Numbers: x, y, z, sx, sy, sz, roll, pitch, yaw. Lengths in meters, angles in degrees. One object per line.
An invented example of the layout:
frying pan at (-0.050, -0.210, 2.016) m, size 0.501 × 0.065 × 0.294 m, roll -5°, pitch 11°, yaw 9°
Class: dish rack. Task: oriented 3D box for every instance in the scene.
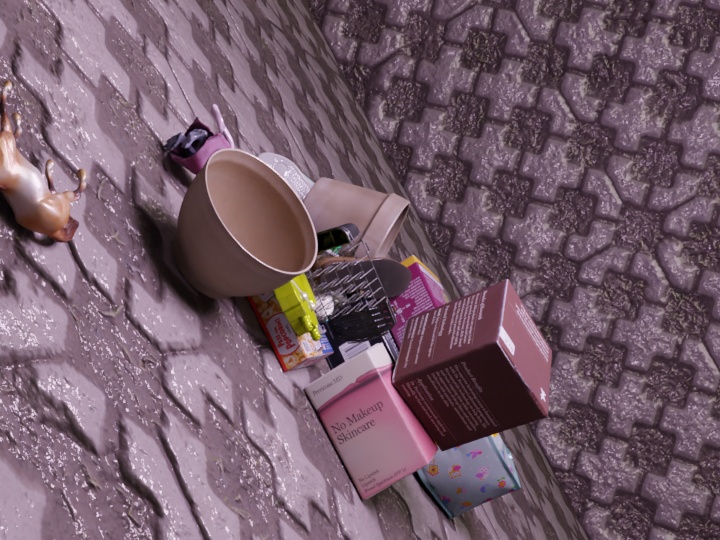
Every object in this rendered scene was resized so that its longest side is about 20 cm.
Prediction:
dish rack at (-0.032, 0.028, 1.657) m, size 0.054 × 0.152 × 0.203 m, roll -37°, pitch 107°, yaw -49°

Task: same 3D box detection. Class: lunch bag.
lunch bag at (0.193, 0.357, 1.981) m, size 0.201 × 0.168 × 0.123 m, roll 56°, pitch 13°, yaw -31°

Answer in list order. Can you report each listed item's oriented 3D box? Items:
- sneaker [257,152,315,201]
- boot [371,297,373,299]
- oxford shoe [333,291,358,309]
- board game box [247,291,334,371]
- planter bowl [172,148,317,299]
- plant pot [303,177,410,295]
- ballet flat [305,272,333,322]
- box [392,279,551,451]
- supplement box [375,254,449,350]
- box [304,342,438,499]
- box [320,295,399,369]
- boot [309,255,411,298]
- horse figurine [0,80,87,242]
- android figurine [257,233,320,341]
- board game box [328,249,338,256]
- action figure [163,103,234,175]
sneaker at (-0.135, -0.155, 2.055) m, size 0.199 × 0.075 × 0.118 m, roll 34°, pitch -15°, yaw -10°
boot at (0.040, 0.091, 2.090) m, size 0.199 × 0.073 × 0.152 m, roll 19°, pitch -35°, yaw 58°
oxford shoe at (-0.044, 0.063, 1.934) m, size 0.058 × 0.076 × 0.200 m, roll 41°, pitch 6°, yaw 17°
board game box at (-0.125, 0.057, 1.649) m, size 0.203 × 0.046 × 0.151 m, roll 63°, pitch 12°, yaw 8°
planter bowl at (-0.175, -0.046, 1.411) m, size 0.199 × 0.134 × 0.202 m, roll 35°, pitch 34°, yaw -29°
plant pot at (-0.027, -0.080, 1.918) m, size 0.171 × 0.203 × 0.200 m, roll 28°, pitch 11°, yaw 5°
ballet flat at (-0.091, 0.026, 1.802) m, size 0.072 × 0.071 × 0.201 m, roll 54°, pitch 5°, yaw -24°
box at (0.182, 0.154, 1.650) m, size 0.167 × 0.197 × 0.165 m, roll 55°, pitch 29°, yaw -23°
supplement box at (0.116, 0.096, 1.868) m, size 0.131 × 0.102 × 0.202 m, roll 40°, pitch 22°, yaw -57°
box at (0.019, 0.238, 1.637) m, size 0.202 × 0.127 × 0.109 m, roll 61°, pitch 13°, yaw 4°
box at (0.029, 0.168, 1.871) m, size 0.199 × 0.116 × 0.200 m, roll 64°, pitch 11°, yaw 16°
boot at (0.000, 0.000, 1.790) m, size 0.197 × 0.075 × 0.075 m, roll 7°, pitch 17°, yaw -33°
horse figurine at (-0.346, -0.096, 1.062) m, size 0.134 × 0.049 × 0.201 m, roll -88°, pitch 155°, yaw -46°
android figurine at (-0.110, 0.015, 1.559) m, size 0.202 × 0.040 × 0.182 m, roll 65°, pitch 2°, yaw 26°
board game box at (-0.141, -0.103, 1.781) m, size 0.198 × 0.026 × 0.200 m, roll 34°, pitch 1°, yaw 24°
action figure at (-0.205, -0.156, 1.604) m, size 0.199 × 0.149 × 0.135 m, roll 37°, pitch 16°, yaw -29°
